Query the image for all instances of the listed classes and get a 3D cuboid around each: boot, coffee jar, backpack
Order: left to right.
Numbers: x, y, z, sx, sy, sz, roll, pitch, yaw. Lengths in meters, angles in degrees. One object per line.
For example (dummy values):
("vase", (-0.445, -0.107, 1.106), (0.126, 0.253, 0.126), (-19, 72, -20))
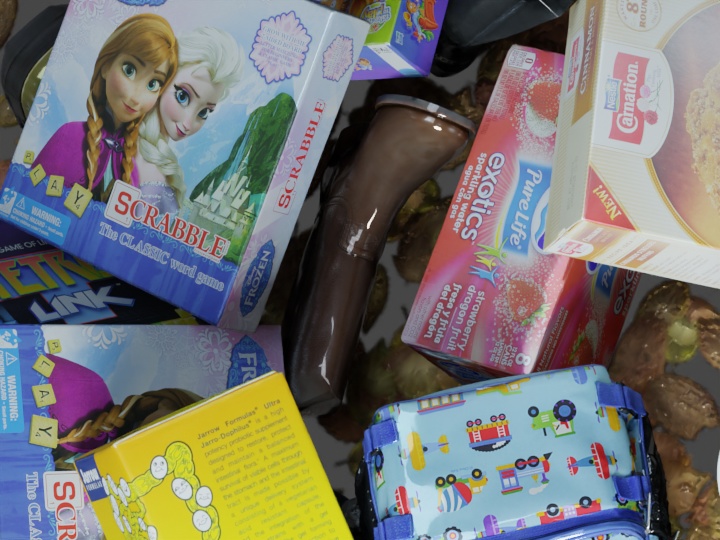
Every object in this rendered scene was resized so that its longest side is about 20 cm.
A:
("coffee jar", (-0.149, -0.088, 1.767), (0.085, 0.104, 0.200), (-43, 62, -14))
("boot", (0.000, 0.000, 1.665), (0.064, 0.186, 0.201), (22, 76, -12))
("backpack", (0.093, 0.174, 1.526), (0.181, 0.135, 0.201), (-7, 66, 4))
("boot", (0.102, -0.213, 1.655), (0.065, 0.200, 0.166), (21, 76, -11))

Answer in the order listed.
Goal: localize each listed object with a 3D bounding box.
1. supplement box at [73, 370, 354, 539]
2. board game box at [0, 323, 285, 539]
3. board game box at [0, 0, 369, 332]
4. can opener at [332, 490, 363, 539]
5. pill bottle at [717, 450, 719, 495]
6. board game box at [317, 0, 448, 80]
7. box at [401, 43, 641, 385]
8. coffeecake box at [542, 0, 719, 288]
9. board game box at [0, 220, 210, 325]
("supplement box", (-0.067, 0.173, 1.530), (0.109, 0.109, 0.201), (-23, 89, -20))
("board game box", (-0.133, 0.132, 1.602), (0.041, 0.198, 0.202), (-23, 70, 58))
("board game box", (-0.113, -0.091, 1.646), (0.199, 0.041, 0.201), (23, 95, 34))
("can opener", (0.030, 0.202, 1.627), (0.200, 0.079, 0.063), (34, 51, 29))
("pill bottle", (0.266, 0.130, 1.437), (0.115, 0.200, 0.117), (-10, 67, 25))
("board game box", (-0.030, -0.187, 1.696), (0.199, 0.045, 0.135), (0, 66, 39))
("box", (0.115, -0.022, 1.633), (0.095, 0.100, 0.201), (15, 78, 31))
("coffeecake box", (0.216, -0.072, 1.549), (0.199, 0.073, 0.155), (11, 73, -12))
("board game box", (-0.191, 0.032, 1.717), (0.165, 0.199, 0.057), (46, 130, 31))
